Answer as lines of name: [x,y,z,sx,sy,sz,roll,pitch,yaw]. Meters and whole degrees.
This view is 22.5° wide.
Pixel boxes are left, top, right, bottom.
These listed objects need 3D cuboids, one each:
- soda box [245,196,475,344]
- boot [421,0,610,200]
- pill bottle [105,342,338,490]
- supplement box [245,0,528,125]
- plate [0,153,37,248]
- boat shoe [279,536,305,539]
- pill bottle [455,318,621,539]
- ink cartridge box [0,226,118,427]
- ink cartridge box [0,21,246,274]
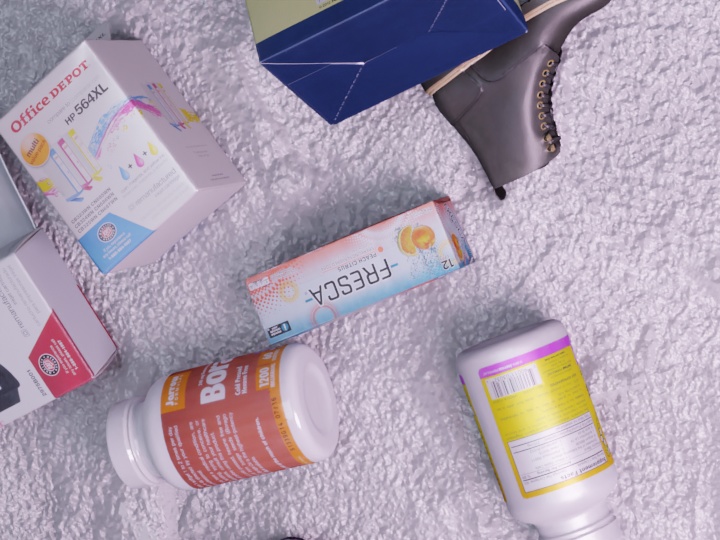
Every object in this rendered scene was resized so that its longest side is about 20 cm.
soda box: [0.000,0.000,1.651,0.199,0.064,0.069,-22,89,19]
boot: [0.165,-0.166,1.585,0.200,0.077,0.139,-30,92,30]
pill bottle: [-0.130,0.141,1.681,0.199,0.112,0.113,-15,91,18]
supplement box: [0.008,-0.270,1.545,0.199,0.134,0.201,-23,62,18]
plate: [-0.428,-0.076,1.792,0.199,0.032,0.201,-25,88,19]
boat shoe: [-0.027,0.294,1.684,0.199,0.075,0.093,-12,100,19]
pill bottle: [0.163,0.151,1.596,0.104,0.104,0.201,-20,90,18]
ink cartridge box: [-0.360,0.073,1.746,0.199,0.083,0.146,-28,102,18]
ink cartridge box: [-0.229,-0.117,1.677,0.128,0.125,0.200,-40,84,17]
